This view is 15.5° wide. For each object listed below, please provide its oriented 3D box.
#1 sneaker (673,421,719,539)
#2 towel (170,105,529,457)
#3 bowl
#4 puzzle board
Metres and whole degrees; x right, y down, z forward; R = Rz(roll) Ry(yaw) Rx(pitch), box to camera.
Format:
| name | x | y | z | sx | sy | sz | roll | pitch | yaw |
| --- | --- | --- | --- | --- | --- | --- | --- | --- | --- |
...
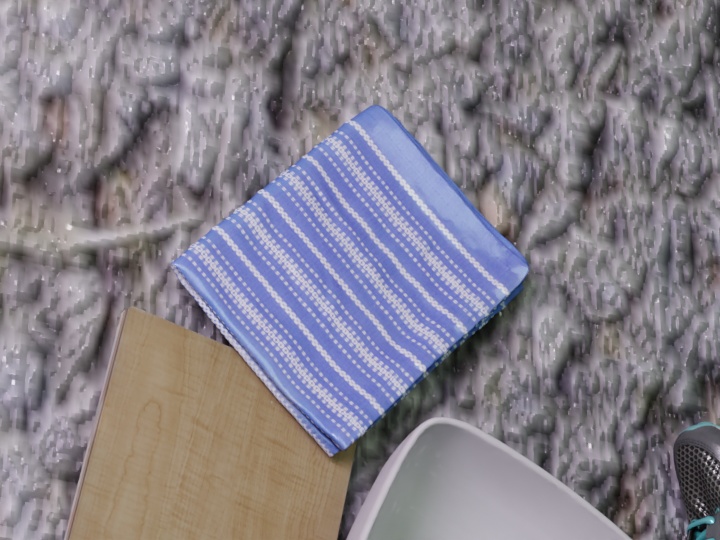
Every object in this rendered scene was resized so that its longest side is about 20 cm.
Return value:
| name | x | y | z | sx | sy | sz | roll | pitch | yaw |
| --- | --- | --- | --- | --- | --- | --- | --- | --- | --- |
| sneaker | 0.214 | 0.186 | 1.538 | 0.091 | 0.078 | 0.200 | -9 | 72 | -29 |
| towel | 0.000 | 0.000 | 1.514 | 0.145 | 0.024 | 0.200 | 49 | 49 | 0 |
| bowl | 0.061 | 0.204 | 1.431 | 0.200 | 0.075 | 0.200 | 36 | 55 | -16 |
| puzzle board | -0.083 | 0.134 | 1.420 | 0.150 | 0.017 | 0.200 | 24 | 59 | -21 |
